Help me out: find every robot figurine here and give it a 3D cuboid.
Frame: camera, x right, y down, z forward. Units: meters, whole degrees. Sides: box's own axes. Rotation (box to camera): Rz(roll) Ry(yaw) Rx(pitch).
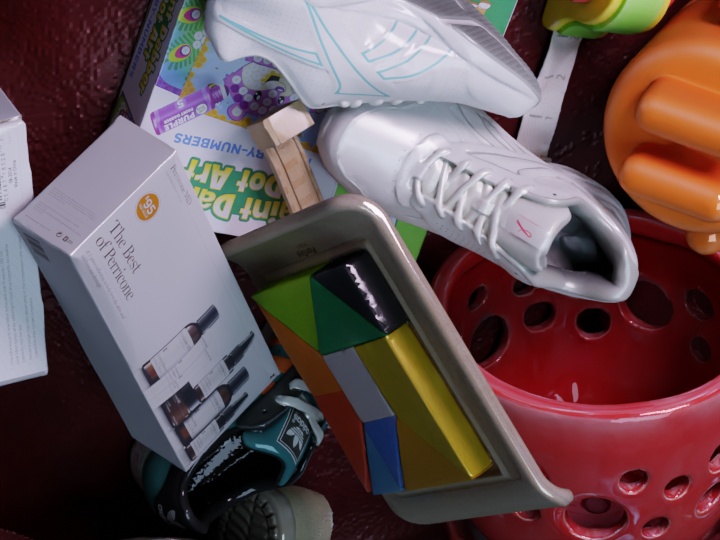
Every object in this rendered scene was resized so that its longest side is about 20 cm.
[{"bbox_3d":[0.206,-0.092,1.569,0.116,0.200,0.144,-19,104,30],"label":"robot figurine"}]

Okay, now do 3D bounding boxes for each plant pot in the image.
[{"bbox_3d":[0.135,0.088,1.619,0.200,0.201,0.183,-16,132,-18],"label":"plant pot"}]

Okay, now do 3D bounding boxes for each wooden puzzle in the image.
[{"bbox_3d":[0.010,0.056,1.474,0.037,0.185,0.200,-39,98,-24],"label":"wooden puzzle"}]

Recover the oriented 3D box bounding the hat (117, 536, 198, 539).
[{"bbox_3d":[-0.135,0.212,1.616,0.200,0.081,0.201,-2,120,-3],"label":"hat"}]

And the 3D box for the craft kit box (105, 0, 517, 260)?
[{"bbox_3d":[-0.027,-0.111,1.517,0.199,0.049,0.198,9,115,-30],"label":"craft kit box"}]

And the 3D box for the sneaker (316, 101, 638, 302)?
[{"bbox_3d":[0.072,-0.040,1.505,0.199,0.099,0.078,21,101,-18],"label":"sneaker"}]

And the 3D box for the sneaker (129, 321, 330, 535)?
[{"bbox_3d":[-0.039,0.077,1.589,0.200,0.080,0.071,-42,126,0],"label":"sneaker"}]

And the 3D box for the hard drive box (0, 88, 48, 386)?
[{"bbox_3d":[-0.271,-0.005,1.431,0.199,0.077,0.156,-13,121,-20],"label":"hard drive box"}]

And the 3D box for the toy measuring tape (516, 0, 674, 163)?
[{"bbox_3d":[0.135,-0.133,1.568,0.073,0.074,0.201,5,114,-29],"label":"toy measuring tape"}]

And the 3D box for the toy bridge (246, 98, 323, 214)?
[{"bbox_3d":[0.000,0.000,1.504,0.027,0.067,0.200,-35,100,-17],"label":"toy bridge"}]

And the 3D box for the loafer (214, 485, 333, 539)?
[{"bbox_3d":[-0.056,0.213,1.661,0.068,0.076,0.201,-11,128,-40],"label":"loafer"}]

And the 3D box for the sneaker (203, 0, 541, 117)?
[{"bbox_3d":[0.005,-0.120,1.467,0.200,0.071,0.080,23,113,-27],"label":"sneaker"}]

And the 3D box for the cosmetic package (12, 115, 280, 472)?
[{"bbox_3d":[-0.110,0.016,1.481,0.083,0.051,0.200,-48,144,-19],"label":"cosmetic package"}]
